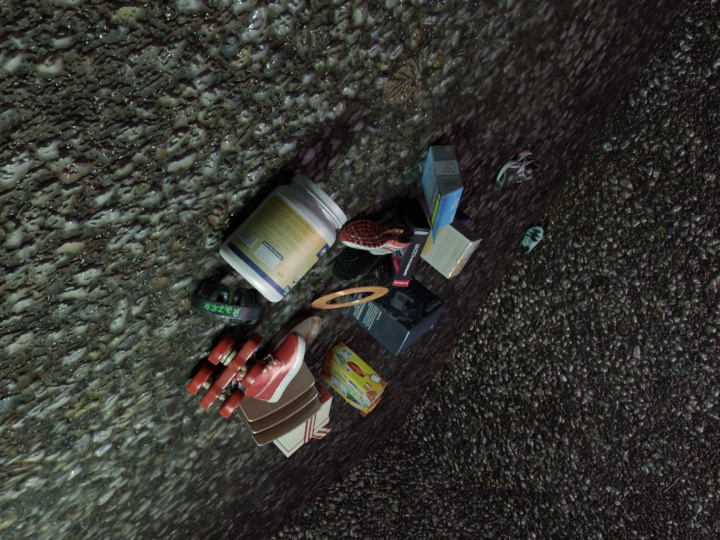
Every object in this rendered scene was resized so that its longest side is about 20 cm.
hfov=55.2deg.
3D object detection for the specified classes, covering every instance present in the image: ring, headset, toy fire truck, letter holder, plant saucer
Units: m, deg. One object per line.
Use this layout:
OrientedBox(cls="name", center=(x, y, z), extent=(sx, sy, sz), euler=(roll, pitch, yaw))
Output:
OrientedBox(cls="ring", center=(-0.028, 0.064, 1.752), extent=(0.200, 0.019, 0.200), euler=(-12, 168, -2))
OrientedBox(cls="headset", center=(-0.243, 0.071, 1.266), extent=(0.200, 0.123, 0.094), euler=(-102, -156, -84))
OrientedBox(cls="toy fire truck", center=(-0.281, 0.213, 1.514), extent=(0.200, 0.112, 0.168), euler=(-52, -175, 10))
OrientedBox(cls="letter holder", center=(-0.205, 0.341, 1.769), extent=(0.200, 0.142, 0.101), euler=(-29, 165, -21))
OrientedBox(cls="plant saucer", center=(-0.182, 0.187, 1.773), extent=(0.200, 0.032, 0.200), euler=(-43, 161, -18))

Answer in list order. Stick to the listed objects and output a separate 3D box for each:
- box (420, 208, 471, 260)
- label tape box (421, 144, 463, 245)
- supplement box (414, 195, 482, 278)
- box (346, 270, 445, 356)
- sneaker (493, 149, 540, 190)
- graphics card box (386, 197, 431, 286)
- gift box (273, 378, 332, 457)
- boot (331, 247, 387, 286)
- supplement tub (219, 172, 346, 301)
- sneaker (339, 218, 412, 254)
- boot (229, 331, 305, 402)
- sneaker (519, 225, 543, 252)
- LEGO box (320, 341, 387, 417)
OrientedBox(cls="box", center=(0.234, -0.116, 2.061), extent=(0.200, 0.079, 0.141), euler=(-15, 139, -59))
OrientedBox(cls="label tape box", center=(0.202, -0.183, 1.675), extent=(0.063, 0.200, 0.144), euler=(-4, 150, -7))
OrientedBox(cls="supplement box", center=(0.206, -0.092, 1.844), extent=(0.073, 0.200, 0.126), euler=(-20, 147, -56))
OrientedBox(cls="box", center=(0.106, 0.112, 2.016), extent=(0.197, 0.200, 0.118), euler=(-31, 155, -44))
OrientedBox(cls="sneaker", center=(0.531, -0.329, 2.303), extent=(0.200, 0.086, 0.080), euler=(-41, 158, -22))
OrientedBox(cls="graphics card box", center=(0.116, -0.072, 1.778), extent=(0.051, 0.126, 0.200), euler=(4, 133, -19))
OrientedBox(cls="gift box", center=(-0.179, 0.388, 1.934), extent=(0.200, 0.185, 0.187), euler=(-30, 153, -30))
OrientedBox(cls="boot", center=(0.002, 0.001, 1.752), extent=(0.211, 0.079, 0.158), euler=(-38, 158, -33))
OrientedBox(cls="supplement tub", center=(-0.134, -0.059, 1.219), extent=(0.200, 0.144, 0.144), euler=(-47, 162, -5))
OrientedBox(cls="sneaker", center=(0.031, -0.068, 1.638), extent=(0.200, 0.078, 0.082), euler=(4, 151, -39))
OrientedBox(cls="boot", center=(-0.228, 0.223, 1.642), extent=(0.144, 0.072, 0.200), euler=(18, 110, -35))
OrientedBox(cls="sneaker", center=(0.866, -0.185, 3.383), extent=(0.140, 0.078, 0.200), euler=(-41, 169, -28))
OrientedBox(cls="LEGO box", center=(-0.023, 0.343, 2.174), extent=(0.077, 0.200, 0.149), euler=(-38, 158, -31))
